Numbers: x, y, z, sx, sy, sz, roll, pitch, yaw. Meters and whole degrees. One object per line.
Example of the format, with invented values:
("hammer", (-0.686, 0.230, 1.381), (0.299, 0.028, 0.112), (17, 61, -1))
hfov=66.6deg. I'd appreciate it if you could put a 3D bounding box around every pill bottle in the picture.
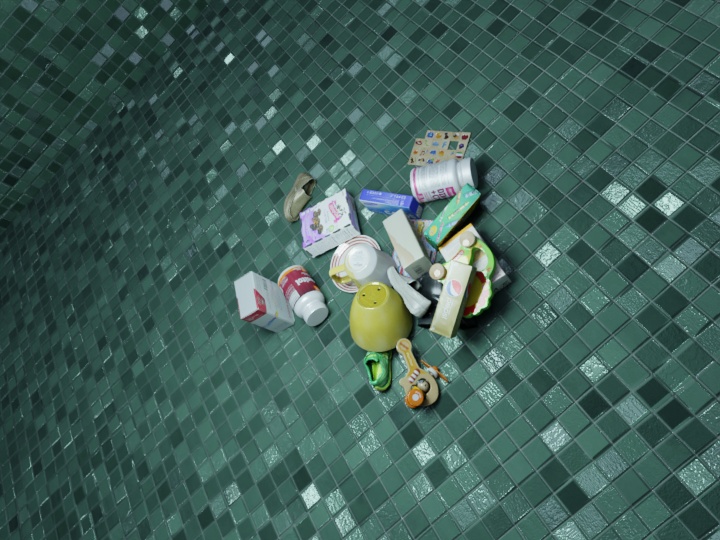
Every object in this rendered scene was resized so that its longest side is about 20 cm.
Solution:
("pill bottle", (-0.190, 0.086, 1.850), (0.113, 0.113, 0.201), (-43, 57, 7))
("pill bottle", (0.266, -0.289, 1.740), (0.196, 0.113, 0.116), (-9, 66, 26))

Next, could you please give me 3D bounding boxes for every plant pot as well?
("plant pot", (0.050, 0.119, 1.639), (0.196, 0.143, 0.203), (-8, 47, 9))

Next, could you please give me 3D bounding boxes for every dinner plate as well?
("dinner plate", (-0.013, -0.021, 1.846), (0.197, 0.024, 0.204), (-12, 64, 26))

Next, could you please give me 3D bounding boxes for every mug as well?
("mug", (0.008, 0.002, 1.719), (0.187, 0.153, 0.150), (-44, 60, 5))

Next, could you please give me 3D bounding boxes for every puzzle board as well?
("puzzle board", (0.175, -0.071, 1.763), (0.148, 0.017, 0.204), (5, 73, 31))

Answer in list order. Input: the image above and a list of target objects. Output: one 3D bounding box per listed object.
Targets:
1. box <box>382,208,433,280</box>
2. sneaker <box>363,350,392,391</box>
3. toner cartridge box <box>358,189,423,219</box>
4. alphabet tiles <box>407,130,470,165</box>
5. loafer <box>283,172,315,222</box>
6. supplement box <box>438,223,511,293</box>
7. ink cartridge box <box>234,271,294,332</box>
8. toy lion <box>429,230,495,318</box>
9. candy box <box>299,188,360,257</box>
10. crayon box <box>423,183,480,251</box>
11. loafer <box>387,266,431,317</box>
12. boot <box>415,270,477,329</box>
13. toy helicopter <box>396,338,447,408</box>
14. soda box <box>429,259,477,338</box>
("box", (0.149, -0.082, 1.708), (0.077, 0.095, 0.202), (-32, 52, 14))
("sneaker", (0.053, 0.257, 1.657), (0.073, 0.083, 0.204), (-16, 62, 23))
("toner cartridge box", (0.101, -0.219, 1.818), (0.197, 0.095, 0.044), (14, 77, 34))
("alphabet tiles", (0.259, -0.395, 1.852), (0.197, 0.008, 0.170), (12, 77, 33))
("loafer", (-0.226, -0.273, 2.038), (0.066, 0.076, 0.204), (7, 74, 38))
("supplement box", (0.335, -0.018, 1.612), (0.125, 0.073, 0.202), (-36, 58, 16))
("ink cartridge box", (-0.325, 0.112, 1.864), (0.082, 0.199, 0.148), (-29, 58, 19))
("toy lion", (0.304, 0.022, 1.539), (0.201, 0.068, 0.192), (-48, 61, 11))
("candy box", (-0.109, -0.166, 1.917), (0.197, 0.072, 0.170), (-25, 51, 19))
("crayon box", (0.280, -0.159, 1.666), (0.058, 0.119, 0.201), (42, 92, 13))
("loafer", (0.146, 0.053, 1.640), (0.070, 0.070, 0.201), (-44, 52, 12))
("boot", (0.255, 0.086, 1.620), (0.195, 0.073, 0.166), (-3, 70, 34))
("toy helicopter", (0.165, 0.288, 1.579), (0.130, 0.079, 0.203), (-21, 74, -8))
("soda box", (0.253, 0.078, 1.490), (0.063, 0.067, 0.204), (18, 95, 25))
